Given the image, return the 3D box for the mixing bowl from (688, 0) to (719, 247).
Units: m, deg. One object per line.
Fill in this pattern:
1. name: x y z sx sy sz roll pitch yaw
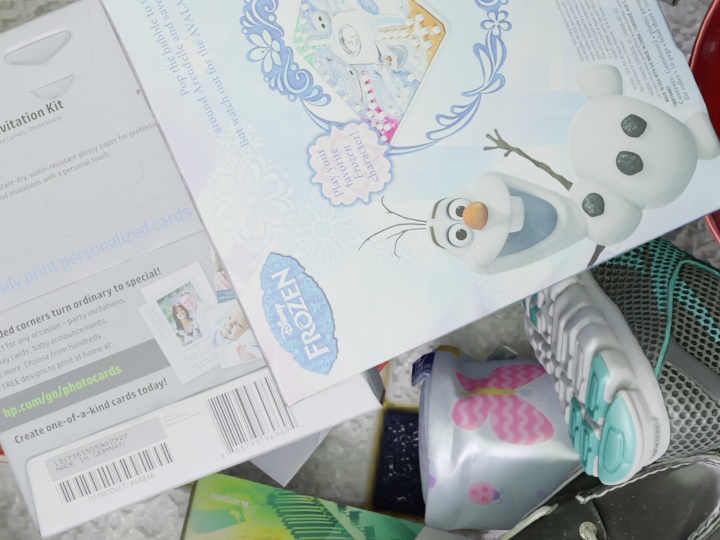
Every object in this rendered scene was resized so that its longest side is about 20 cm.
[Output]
1. mixing bowl: 0.236 -0.071 1.047 0.199 0.108 0.201 1 98 4

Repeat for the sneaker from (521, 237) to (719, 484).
1. sneaker: 0.122 0.017 1.039 0.091 0.200 0.078 -5 128 -9

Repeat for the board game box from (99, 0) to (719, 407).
1. board game box: 0.019 -0.078 0.956 0.199 0.043 0.200 -24 95 -1

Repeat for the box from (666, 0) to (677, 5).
1. box: 0.087 -0.227 1.030 0.200 0.041 0.156 31 64 3

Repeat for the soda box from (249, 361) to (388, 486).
1. soda box: 0.000 0.000 1.061 0.068 0.063 0.200 37 123 -2

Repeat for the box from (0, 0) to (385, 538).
1. box: -0.097 -0.010 1.005 0.156 0.041 0.200 -22 96 5

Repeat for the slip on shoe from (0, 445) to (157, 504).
1. slip on shoe: -0.163 0.051 1.081 0.200 0.074 0.061 17 128 -26

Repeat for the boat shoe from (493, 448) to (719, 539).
1. boat shoe: 0.087 0.130 1.018 0.200 0.064 0.071 -35 98 6

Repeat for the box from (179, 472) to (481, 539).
1. box: -0.024 0.197 1.062 0.144 0.036 0.200 15 60 -7

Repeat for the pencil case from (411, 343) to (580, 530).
1. pencil case: 0.122 0.078 1.087 0.199 0.091 0.083 3 116 5
